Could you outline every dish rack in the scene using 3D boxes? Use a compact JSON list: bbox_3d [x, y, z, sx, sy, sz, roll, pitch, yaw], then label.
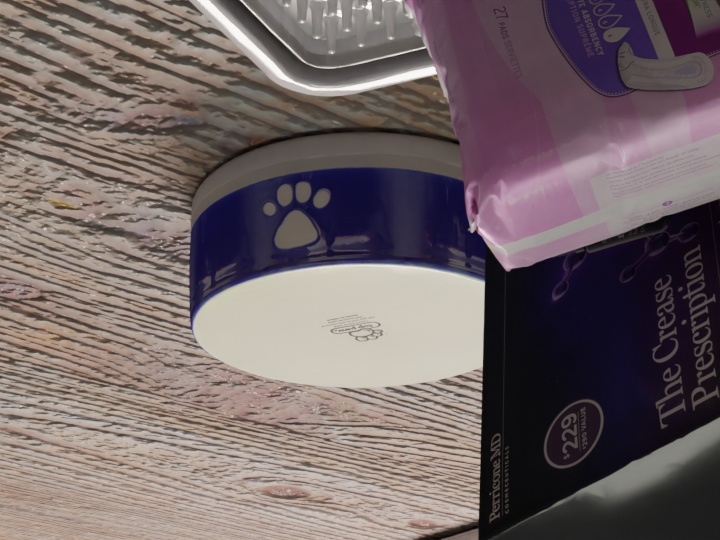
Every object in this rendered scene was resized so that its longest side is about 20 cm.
[{"bbox_3d":[0.006,-0.143,0.626,0.172,0.044,0.200,-12,154,22],"label":"dish rack"}]

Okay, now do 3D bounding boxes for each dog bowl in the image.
[{"bbox_3d":[0.000,0.000,0.910,0.200,0.079,0.200,0,157,0],"label":"dog bowl"}]

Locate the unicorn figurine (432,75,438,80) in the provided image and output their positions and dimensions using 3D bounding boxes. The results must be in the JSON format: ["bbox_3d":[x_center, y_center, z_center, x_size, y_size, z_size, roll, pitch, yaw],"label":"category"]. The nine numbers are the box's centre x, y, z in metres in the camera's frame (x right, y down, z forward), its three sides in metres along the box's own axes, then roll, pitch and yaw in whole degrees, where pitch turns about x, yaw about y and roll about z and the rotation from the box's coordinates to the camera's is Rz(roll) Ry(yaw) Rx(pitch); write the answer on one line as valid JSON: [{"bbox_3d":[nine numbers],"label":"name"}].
[{"bbox_3d":[0.142,-0.073,0.740,0.200,0.074,0.137,34,120,-22],"label":"unicorn figurine"}]

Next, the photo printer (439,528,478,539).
[{"bbox_3d":[0.148,0.326,1.673,0.166,0.069,0.200,18,150,-35],"label":"photo printer"}]

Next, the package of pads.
[{"bbox_3d":[0.122,-0.087,0.573,0.200,0.121,0.076,-19,152,10],"label":"package of pads"}]

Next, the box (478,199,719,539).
[{"bbox_3d":[0.125,0.024,0.650,0.079,0.200,0.141,35,126,-25],"label":"box"}]
